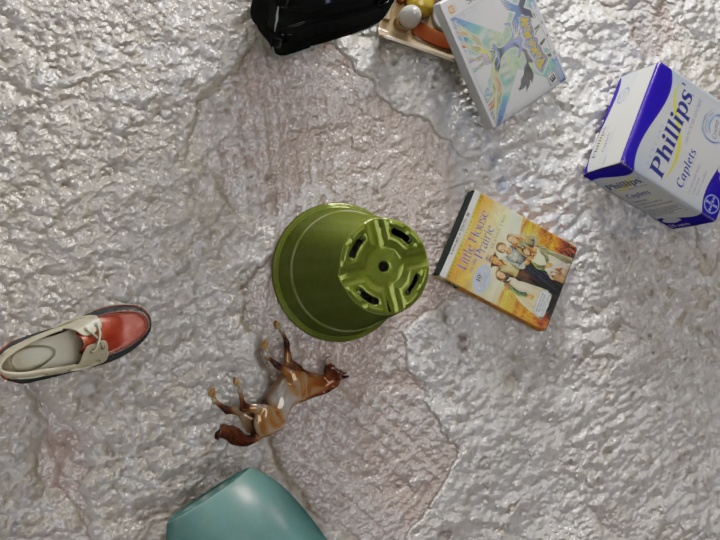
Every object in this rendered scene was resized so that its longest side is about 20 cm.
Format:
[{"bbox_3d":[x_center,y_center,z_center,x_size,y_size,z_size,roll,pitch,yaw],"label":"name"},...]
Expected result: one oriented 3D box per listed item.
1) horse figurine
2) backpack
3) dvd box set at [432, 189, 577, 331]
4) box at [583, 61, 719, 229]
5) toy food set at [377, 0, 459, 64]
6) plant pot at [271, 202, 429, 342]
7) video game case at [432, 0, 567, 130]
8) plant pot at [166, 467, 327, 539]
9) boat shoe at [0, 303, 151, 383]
[{"bbox_3d":[-0.121,0.167,1.203,0.200,0.050,0.133,-49,120,-23],"label":"horse figurine"},{"bbox_3d":[-0.047,-0.396,1.191,0.199,0.178,0.151,-16,63,-20],"label":"backpack"},{"bbox_3d":[0.223,-0.014,1.350,0.199,0.029,0.147,28,79,-17],"label":"dvd box set"},{"bbox_3d":[0.488,-0.195,1.413,0.199,0.105,0.185,26,79,-16],"label":"box"},{"bbox_3d":[0.113,-0.414,1.311,0.143,0.060,0.201,13,84,-18],"label":"toy food set"},{"bbox_3d":[0.000,0.000,1.185,0.199,0.190,0.201,0,89,-20],"label":"plant pot"},{"bbox_3d":[0.215,-0.341,1.334,0.182,0.022,0.201,-35,108,-28],"label":"video game case"},{"bbox_3d":[-0.151,0.350,1.122,0.200,0.201,0.161,-31,86,-18],"label":"plant pot"},{"bbox_3d":[-0.359,0.092,1.121,0.199,0.063,0.071,-17,91,-21],"label":"boat shoe"}]
